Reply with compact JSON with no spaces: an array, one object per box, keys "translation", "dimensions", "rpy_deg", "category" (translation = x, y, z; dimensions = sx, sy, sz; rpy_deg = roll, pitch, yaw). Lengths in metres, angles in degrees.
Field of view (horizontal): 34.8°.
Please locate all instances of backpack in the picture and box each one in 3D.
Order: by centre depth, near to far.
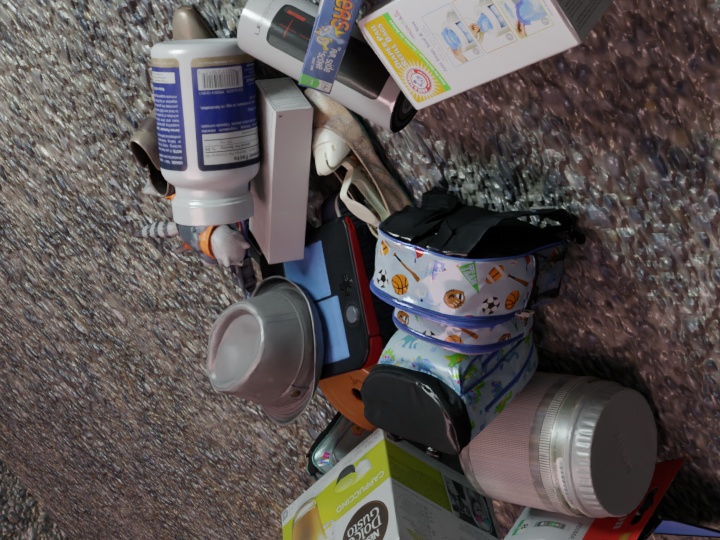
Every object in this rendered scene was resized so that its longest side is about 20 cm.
[{"translation":[0.102,-0.001,1.200],"dimensions":[0.199,0.190,0.155],"rpy_deg":[13,101,34],"category":"backpack"},{"translation":[0.116,0.103,1.315],"dimensions":[0.163,0.199,0.155],"rpy_deg":[15,118,49],"category":"backpack"},{"translation":[0.048,0.262,1.601],"dimensions":[0.200,0.176,0.153],"rpy_deg":[39,159,-3],"category":"backpack"}]

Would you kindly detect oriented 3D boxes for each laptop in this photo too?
[{"translation":[0.321,0.349,1.384],"dimensions":[0.104,0.200,0.177],"rpy_deg":[51,156,-6],"category":"laptop"}]

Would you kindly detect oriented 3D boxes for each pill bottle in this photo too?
[{"translation":[-0.173,-0.158,1.301],"dimensions":[0.115,0.115,0.202],"rpy_deg":[10,108,39],"category":"pill bottle"}]

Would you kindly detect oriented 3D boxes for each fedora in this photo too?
[{"translation":[-0.128,0.100,1.403],"dimensions":[0.200,0.090,0.178],"rpy_deg":[-42,60,47],"category":"fedora"}]

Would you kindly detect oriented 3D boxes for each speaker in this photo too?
[{"translation":[-0.029,-0.223,1.197],"dimensions":[0.199,0.081,0.081],"rpy_deg":[31,147,17],"category":"speaker"}]

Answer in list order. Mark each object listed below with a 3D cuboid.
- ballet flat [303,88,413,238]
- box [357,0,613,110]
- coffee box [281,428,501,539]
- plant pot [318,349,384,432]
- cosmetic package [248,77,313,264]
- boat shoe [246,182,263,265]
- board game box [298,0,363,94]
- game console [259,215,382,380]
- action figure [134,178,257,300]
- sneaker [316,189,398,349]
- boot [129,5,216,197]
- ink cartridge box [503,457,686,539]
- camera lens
[{"translation":[-0.010,-0.117,1.313],"dimensions":[0.200,0.067,0.068],"rpy_deg":[51,146,-14],"category":"ballet flat"},{"translation":[0.112,-0.234,0.999],"dimensions":[0.199,0.113,0.102],"rpy_deg":[-15,119,49],"category":"box"},{"translation":[0.042,0.360,1.433],"dimensions":[0.199,0.198,0.200],"rpy_deg":[35,114,-26],"category":"coffee box"},{"translation":[0.034,0.114,1.476],"dimensions":[0.199,0.140,0.201],"rpy_deg":[28,146,21],"category":"plant pot"},{"translation":[-0.093,-0.115,1.342],"dimensions":[0.083,0.050,0.201],"rpy_deg":[-121,30,-50],"category":"cosmetic package"},{"translation":[-0.125,-0.066,1.488],"dimensions":[0.200,0.072,0.071],"rpy_deg":[47,152,-6],"category":"boat shoe"},{"translation":[-0.009,-0.277,1.056],"dimensions":[0.034,0.136,0.200],"rpy_deg":[16,149,-7],"category":"board game box"},{"translation":[-0.053,0.042,1.392],"dimensions":[0.199,0.031,0.178],"rpy_deg":[-20,83,51],"category":"game console"},{"translation":[-0.200,-0.031,1.472],"dimensions":[0.193,0.104,0.201],"rpy_deg":[18,126,53],"category":"action figure"},{"translation":[0.000,0.000,1.400],"dimensions":[0.082,0.070,0.202],"rpy_deg":[-17,86,56],"category":"sneaker"},{"translation":[-0.218,-0.191,1.369],"dimensions":[0.070,0.146,0.201],"rpy_deg":[16,139,38],"category":"boot"},{"translation":[0.279,0.281,1.396],"dimensions":[0.050,0.161,0.200],"rpy_deg":[48,145,-6],"category":"ink cartridge box"},{"translation":[0.226,0.201,1.357],"dimensions":[0.199,0.160,0.161],"rpy_deg":[2,131,45],"category":"camera lens"}]
